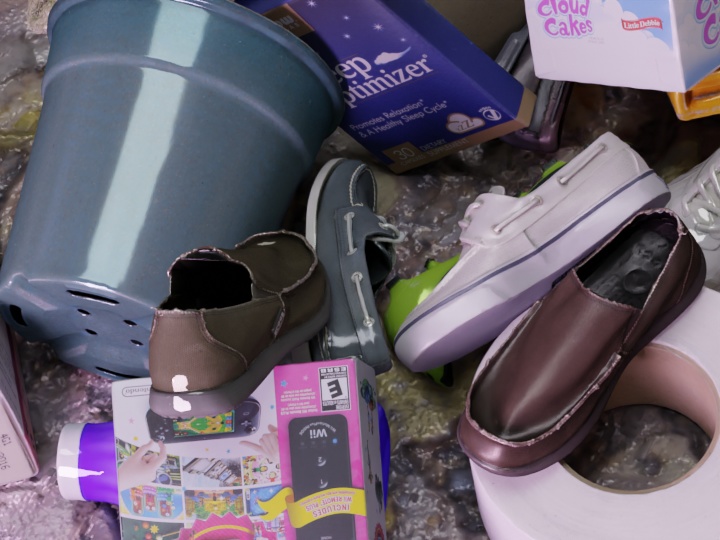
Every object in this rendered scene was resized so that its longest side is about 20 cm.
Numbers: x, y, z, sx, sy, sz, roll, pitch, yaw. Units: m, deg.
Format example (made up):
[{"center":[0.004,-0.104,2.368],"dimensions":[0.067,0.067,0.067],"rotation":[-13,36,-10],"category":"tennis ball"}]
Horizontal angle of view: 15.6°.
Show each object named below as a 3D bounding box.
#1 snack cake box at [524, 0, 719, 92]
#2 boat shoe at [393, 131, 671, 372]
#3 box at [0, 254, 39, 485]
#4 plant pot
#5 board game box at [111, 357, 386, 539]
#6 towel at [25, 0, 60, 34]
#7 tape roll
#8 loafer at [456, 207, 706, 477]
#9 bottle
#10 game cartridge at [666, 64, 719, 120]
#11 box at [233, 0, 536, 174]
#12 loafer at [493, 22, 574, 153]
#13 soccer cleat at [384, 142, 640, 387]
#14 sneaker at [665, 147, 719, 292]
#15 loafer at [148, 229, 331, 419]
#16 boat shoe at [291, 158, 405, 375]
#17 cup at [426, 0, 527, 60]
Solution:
[{"center":[0.207,-0.185,1.661],"dimensions":[0.115,0.068,0.200],"rotation":[11,34,39],"category":"snack cake box"},{"center":[0.092,-0.016,1.589],"dimensions":[0.199,0.071,0.070],"rotation":[-35,74,-13],"category":"boat shoe"},{"center":[-0.287,0.038,1.657],"dimensions":[0.127,0.109,0.201],"rotation":[-15,54,0],"category":"box"},{"center":[-0.130,-0.044,1.649],"dimensions":[0.199,0.200,0.197],"rotation":[9,66,15],"category":"plant pot"},{"center":[-0.060,0.158,1.514],"dimensions":[0.146,0.064,0.202],"rotation":[-6,82,7],"category":"board game box"},{"center":[-0.121,-0.198,1.674],"dimensions":[0.148,0.200,0.037],"rotation":[-10,78,-32],"category":"towel"},{"center":[0.163,0.103,1.560],"dimensions":[0.201,0.071,0.204],"rotation":[-5,55,7],"category":"tape roll"},{"center":[0.124,0.032,1.528],"dimensions":[0.073,0.071,0.200],"rotation":[30,65,26],"category":"loafer"},{"center":[-0.083,0.117,1.594],"dimensions":[0.198,0.065,0.084],"rotation":[1,60,10],"category":"bottle"},{"center":[0.270,-0.166,1.699],"dimensions":[0.175,0.033,0.200],"rotation":[-12,28,1],"category":"game cartridge"},{"center":[0.001,-0.139,1.656],"dimensions":[0.121,0.200,0.033],"rotation":[-18,43,44],"category":"box"},{"center":[0.147,-0.164,1.743],"dimensions":[0.063,0.072,0.201],"rotation":[25,76,22],"category":"loafer"},{"center":[0.106,-0.003,1.650],"dimensions":[0.200,0.068,0.081],"rotation":[-37,62,-7],"category":"soccer cleat"},{"center":[0.236,-0.058,1.637],"dimensions":[0.200,0.100,0.078],"rotation":[-39,69,-16],"category":"sneaker"},{"center":[-0.068,0.016,1.504],"dimensions":[0.075,0.070,0.200],"rotation":[-2,22,16],"category":"loafer"},{"center":[0.000,0.000,1.632],"dimensions":[0.061,0.073,0.201],"rotation":[-9,37,15],"category":"boat shoe"},{"center":[0.033,-0.223,1.731],"dimensions":[0.199,0.143,0.202],"rotation":[2,68,-4],"category":"cup"}]
